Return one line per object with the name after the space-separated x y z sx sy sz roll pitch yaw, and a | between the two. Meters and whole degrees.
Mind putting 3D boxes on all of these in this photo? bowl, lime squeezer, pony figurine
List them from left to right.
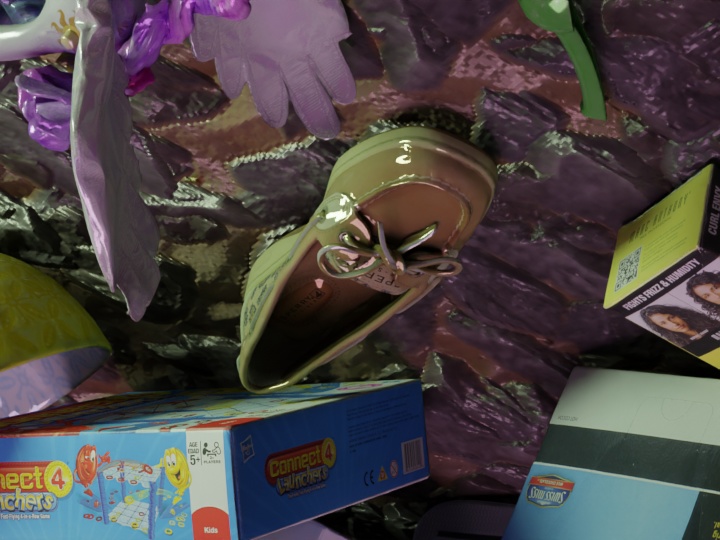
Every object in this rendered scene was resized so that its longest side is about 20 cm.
-0.244 0.039 0.989 0.200 0.200 0.108 -39 76 52 | bowl
-0.099 -0.105 0.720 0.200 0.167 0.193 18 143 27 | pony figurine
0.101 -0.114 0.698 0.071 0.038 0.200 22 146 -9 | lime squeezer

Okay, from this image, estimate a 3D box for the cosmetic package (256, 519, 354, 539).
0.021 0.204 1.136 0.200 0.052 0.151 31 170 -21 | cosmetic package

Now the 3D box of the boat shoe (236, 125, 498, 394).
0.000 0.000 0.886 0.073 0.063 0.200 26 145 -13 | boat shoe

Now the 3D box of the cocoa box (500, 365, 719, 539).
0.178 0.135 0.885 0.133 0.131 0.200 30 166 -26 | cocoa box

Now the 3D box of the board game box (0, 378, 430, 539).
-0.095 0.098 0.979 0.195 0.056 0.200 -4 -179 28 | board game box

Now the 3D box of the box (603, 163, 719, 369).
0.213 0.029 0.849 0.200 0.050 0.075 28 145 -18 | box

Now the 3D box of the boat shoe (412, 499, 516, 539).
0.128 0.172 1.090 0.200 0.074 0.067 7 153 37 | boat shoe
